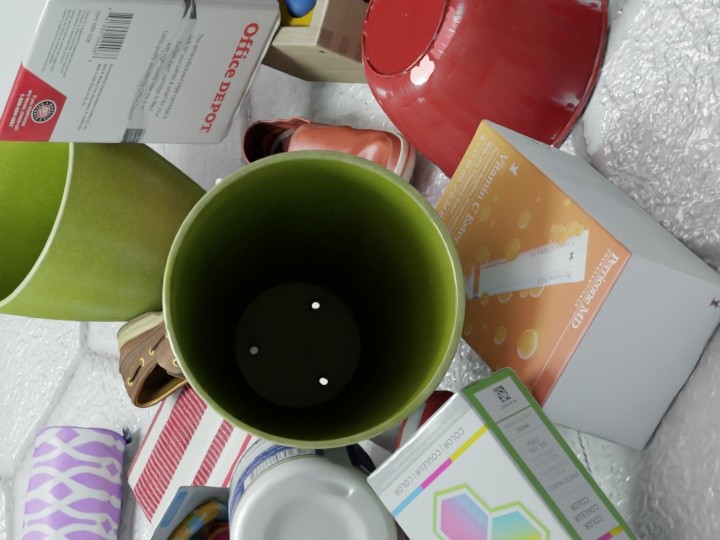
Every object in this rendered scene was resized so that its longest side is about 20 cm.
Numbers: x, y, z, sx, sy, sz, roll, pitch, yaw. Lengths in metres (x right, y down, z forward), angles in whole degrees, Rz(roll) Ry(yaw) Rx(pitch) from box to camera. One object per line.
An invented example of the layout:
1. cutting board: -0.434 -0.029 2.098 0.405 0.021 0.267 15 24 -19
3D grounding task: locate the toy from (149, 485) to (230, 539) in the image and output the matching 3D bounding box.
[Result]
1. toy: -0.110 0.214 1.636 0.047 0.200 0.115 30 93 14

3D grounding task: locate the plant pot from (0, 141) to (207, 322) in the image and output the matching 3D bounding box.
1. plant pot: -0.203 -0.032 1.869 0.187 0.200 0.188 -28 53 45

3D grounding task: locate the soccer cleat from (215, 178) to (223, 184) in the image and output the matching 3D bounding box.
1. soccer cleat: -0.050 -0.032 1.731 0.200 0.067 0.077 4 92 51

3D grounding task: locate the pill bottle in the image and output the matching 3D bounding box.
1. pill bottle: -0.037 0.167 1.570 0.200 0.111 0.111 -118 50 -82

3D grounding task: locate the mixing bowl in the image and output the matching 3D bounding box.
1. mixing bowl: 0.072 -0.169 1.641 0.200 0.108 0.201 -29 52 44

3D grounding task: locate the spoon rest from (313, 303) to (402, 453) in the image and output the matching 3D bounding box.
1. spoon rest: -0.024 0.083 1.696 0.200 0.061 0.100 29 98 54

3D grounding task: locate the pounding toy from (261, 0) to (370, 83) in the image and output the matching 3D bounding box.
1. pounding toy: -0.038 -0.265 1.803 0.184 0.142 0.200 9 82 54

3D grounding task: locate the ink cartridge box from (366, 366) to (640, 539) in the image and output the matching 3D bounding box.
1. ink cartridge box: 0.105 0.171 1.387 0.200 0.059 0.104 53 129 12

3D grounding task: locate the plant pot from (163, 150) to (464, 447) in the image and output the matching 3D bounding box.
1. plant pot: -0.035 0.034 1.499 0.200 0.187 0.188 110 171 -79

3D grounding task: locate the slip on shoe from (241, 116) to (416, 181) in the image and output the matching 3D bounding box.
1. slip on shoe: -0.027 -0.085 1.776 0.200 0.061 0.074 16 86 54

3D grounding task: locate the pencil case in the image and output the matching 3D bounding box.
1. pencil case: -0.244 0.228 1.913 0.086 0.084 0.200 99 176 -67

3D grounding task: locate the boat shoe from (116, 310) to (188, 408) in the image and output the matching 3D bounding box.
1. boat shoe: -0.128 0.056 1.813 0.200 0.072 0.068 -31 53 47

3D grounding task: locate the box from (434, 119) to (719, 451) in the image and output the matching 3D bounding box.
1. box: 0.132 0.007 1.486 0.125 0.097 0.200 -61 36 14

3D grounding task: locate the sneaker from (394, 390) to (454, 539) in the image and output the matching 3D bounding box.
1. sneaker: 0.087 0.175 1.506 0.115 0.078 0.201 -11 78 42

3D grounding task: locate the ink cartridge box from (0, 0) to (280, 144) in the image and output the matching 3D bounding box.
1. ink cartridge box: -0.182 -0.176 1.742 0.084 0.200 0.144 61 137 37

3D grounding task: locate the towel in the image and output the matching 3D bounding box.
1. towel: -0.125 0.166 1.829 0.144 0.023 0.200 -62 34 16
